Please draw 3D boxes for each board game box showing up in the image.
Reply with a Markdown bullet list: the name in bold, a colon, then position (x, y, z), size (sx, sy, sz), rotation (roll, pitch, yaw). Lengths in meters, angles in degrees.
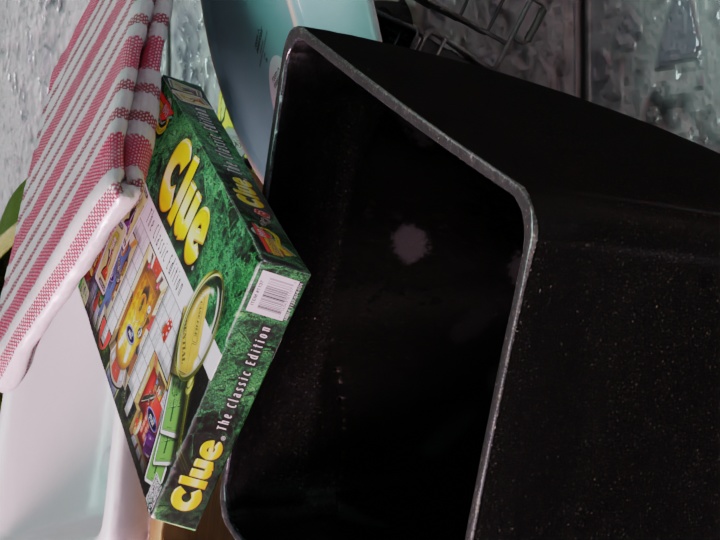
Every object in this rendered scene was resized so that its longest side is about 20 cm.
- **board game box**: position (-0.070, 0.004, 0.771), size (0.105, 0.023, 0.200), rotation (-64, 24, 15)

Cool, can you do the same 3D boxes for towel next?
- **towel**: position (-0.111, -0.061, 0.865), size (0.147, 0.030, 0.201), rotation (-52, 25, 45)

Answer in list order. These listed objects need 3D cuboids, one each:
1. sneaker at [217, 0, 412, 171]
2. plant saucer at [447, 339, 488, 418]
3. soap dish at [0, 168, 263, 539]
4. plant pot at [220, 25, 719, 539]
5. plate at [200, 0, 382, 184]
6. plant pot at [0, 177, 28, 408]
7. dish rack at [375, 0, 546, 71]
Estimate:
- **sneaker**: position (-0.037, -0.104, 1.050), size (0.200, 0.075, 0.077), rotation (-42, 54, 55)
- **plant saucer**: position (0.000, 0.000, 0.885), size (0.200, 0.027, 0.202), rotation (-32, 51, 52)
- **soap dish**: position (-0.103, 0.051, 0.933), size (0.157, 0.081, 0.202), rotation (-17, 64, 56)
- **plant pot**: position (0.075, 0.038, 0.707), size (0.200, 0.176, 0.201), rotation (-136, 51, -59)
- **plate**: position (-0.036, -0.097, 0.843), size (0.200, 0.025, 0.202), rotation (165, 90, -72)
- **plant pot**: position (-0.149, 0.013, 1.185), size (0.190, 0.198, 0.201), rotation (-119, 37, -65)
- **dish rack**: position (0.047, -0.168, 0.841), size (0.201, 0.054, 0.153), rotation (-62, 30, 6)
